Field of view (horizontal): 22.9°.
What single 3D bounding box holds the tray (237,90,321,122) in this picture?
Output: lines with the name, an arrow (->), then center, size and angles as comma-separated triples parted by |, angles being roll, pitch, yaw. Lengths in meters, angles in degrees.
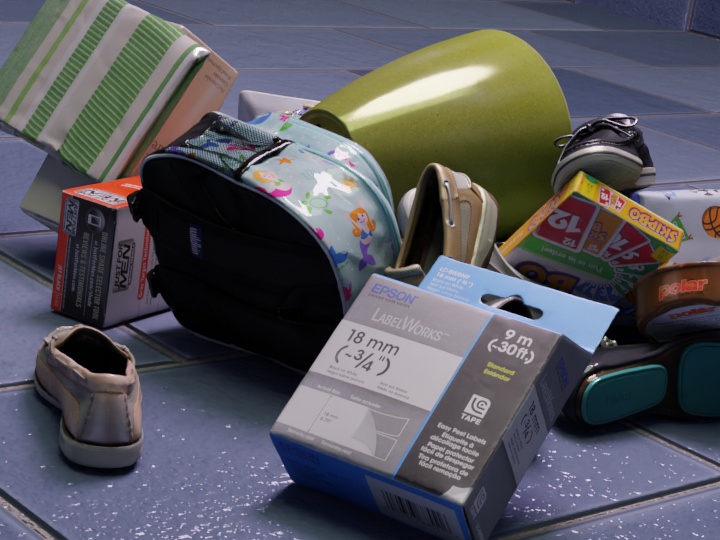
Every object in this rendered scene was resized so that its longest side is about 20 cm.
tray -> -0.024, -0.113, 1.726 | 0.199, 0.108, 0.022 | 8, 39, 2

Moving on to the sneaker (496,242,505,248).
sneaker -> 0.161, -0.005, 1.475 | 0.072, 0.073, 0.200 | -16, -5, -31

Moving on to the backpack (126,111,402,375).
backpack -> -0.053, -0.018, 1.334 | 0.150, 0.178, 0.200 | -32, 40, -33

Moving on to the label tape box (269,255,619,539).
label tape box -> 0.055, 0.063, 1.129 | 0.144, 0.063, 0.200 | 17, 59, 29

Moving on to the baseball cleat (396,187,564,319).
baseball cleat -> 0.084, 0.016, 1.390 | 0.200, 0.070, 0.106 | 40, -38, -21

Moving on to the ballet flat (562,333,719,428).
ballet flat -> 0.225, 0.078, 1.357 | 0.199, 0.073, 0.073 | -4, 20, -31

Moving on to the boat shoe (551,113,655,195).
boat shoe -> 0.192, -0.092, 1.419 | 0.074, 0.063, 0.200 | -17, -4, 19

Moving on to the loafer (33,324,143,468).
loafer -> -0.178, 0.068, 1.194 | 0.072, 0.063, 0.200 | 2, 17, -17

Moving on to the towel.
towel -> -0.230, -0.161, 1.510 | 0.200, 0.153, 0.023 | 29, -6, 39

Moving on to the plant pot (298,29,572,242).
plant pot -> 0.043, -0.102, 1.498 | 0.199, 0.188, 0.187 | -12, 25, -39

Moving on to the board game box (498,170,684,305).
board game box -> 0.161, -0.002, 1.407 | 0.095, 0.200, 0.030 | 29, 57, -10

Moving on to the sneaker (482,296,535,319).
sneaker -> 0.094, 0.055, 1.308 | 0.066, 0.091, 0.200 | 18, 12, -24

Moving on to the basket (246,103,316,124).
basket -> -0.072, -0.074, 1.642 | 0.199, 0.140, 0.176 | -23, 1, 27

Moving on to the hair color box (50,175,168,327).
hair color box -> -0.163, -0.025, 1.458 | 0.061, 0.102, 0.200 | 18, 18, 28

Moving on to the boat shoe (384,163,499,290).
boat shoe -> 0.043, 0.019, 1.252 | 0.071, 0.201, 0.076 | -11, -31, 36

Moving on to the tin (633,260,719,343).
tin -> 0.288, 0.042, 1.398 | 0.112, 0.042, 0.200 | -14, -25, 27

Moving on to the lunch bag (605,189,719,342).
lunch bag -> 0.269, 0.001, 1.538 | 0.169, 0.124, 0.200 | 1, -7, -18

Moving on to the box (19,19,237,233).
box -> -0.200, -0.113, 1.541 | 0.078, 0.201, 0.095 | 20, -9, 37
